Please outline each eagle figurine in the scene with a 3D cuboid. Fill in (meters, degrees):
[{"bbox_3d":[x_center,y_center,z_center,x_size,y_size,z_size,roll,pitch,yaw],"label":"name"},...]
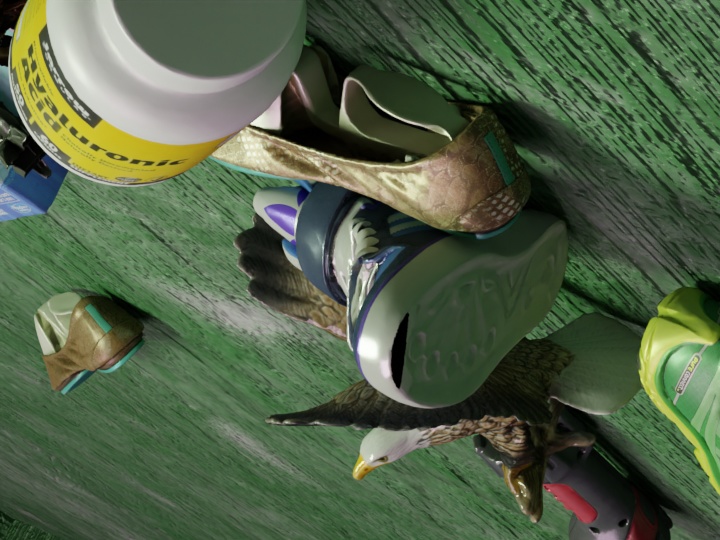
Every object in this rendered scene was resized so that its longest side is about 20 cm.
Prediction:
[{"bbox_3d":[0.038,0.053,1.460,0.151,0.151,0.200,13,161,45],"label":"eagle figurine"}]

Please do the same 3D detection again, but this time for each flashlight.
[{"bbox_3d":[0.136,0.143,1.805,0.068,0.068,0.200,21,167,39],"label":"flashlight"}]

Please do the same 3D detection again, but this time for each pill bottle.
[{"bbox_3d":[-0.085,-0.104,1.201,0.111,0.112,0.200,30,166,-9],"label":"pill bottle"}]

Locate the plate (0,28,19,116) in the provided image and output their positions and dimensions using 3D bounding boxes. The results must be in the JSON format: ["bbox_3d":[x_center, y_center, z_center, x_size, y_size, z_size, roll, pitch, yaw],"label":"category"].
[{"bbox_3d":[-0.200,-0.122,1.559,0.199,0.026,0.200,26,166,7],"label":"plate"}]

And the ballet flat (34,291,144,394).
[{"bbox_3d":[-0.223,0.051,2.217,0.072,0.068,0.200,50,164,-5],"label":"ballet flat"}]

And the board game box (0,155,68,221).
[{"bbox_3d":[-0.306,-0.092,1.683,0.199,0.044,0.200,36,156,-29],"label":"board game box"}]

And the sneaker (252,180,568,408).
[{"bbox_3d":[0.000,0.000,1.336,0.146,0.081,0.200,16,-159,23],"label":"sneaker"}]

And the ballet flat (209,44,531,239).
[{"bbox_3d":[-0.006,-0.072,1.305,0.199,0.071,0.066,16,136,34],"label":"ballet flat"}]

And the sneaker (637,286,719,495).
[{"bbox_3d":[0.210,0.082,1.395,0.083,0.074,0.200,20,165,45],"label":"sneaker"}]

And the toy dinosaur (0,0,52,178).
[{"bbox_3d":[-0.185,-0.124,1.413,0.136,0.102,0.200,40,178,10],"label":"toy dinosaur"}]
